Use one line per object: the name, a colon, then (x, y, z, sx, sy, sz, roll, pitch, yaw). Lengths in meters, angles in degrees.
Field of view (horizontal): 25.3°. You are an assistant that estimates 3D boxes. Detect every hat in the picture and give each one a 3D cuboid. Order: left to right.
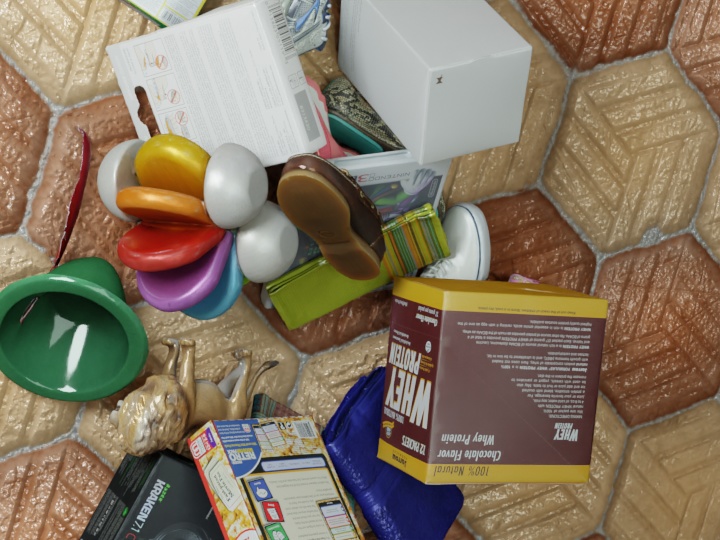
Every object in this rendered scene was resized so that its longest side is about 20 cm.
hat: (-0.282, 0.008, 1.652, 0.165, 0.176, 0.200, 29, 127, -19)

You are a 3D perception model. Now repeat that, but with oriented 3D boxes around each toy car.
toy car: (-0.171, -0.032, 1.581, 0.200, 0.174, 0.150, 63, 40, -45)

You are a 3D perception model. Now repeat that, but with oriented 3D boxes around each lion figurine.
lion figurine: (-0.166, 0.137, 1.669, 0.200, 0.072, 0.123, 12, 82, -42)

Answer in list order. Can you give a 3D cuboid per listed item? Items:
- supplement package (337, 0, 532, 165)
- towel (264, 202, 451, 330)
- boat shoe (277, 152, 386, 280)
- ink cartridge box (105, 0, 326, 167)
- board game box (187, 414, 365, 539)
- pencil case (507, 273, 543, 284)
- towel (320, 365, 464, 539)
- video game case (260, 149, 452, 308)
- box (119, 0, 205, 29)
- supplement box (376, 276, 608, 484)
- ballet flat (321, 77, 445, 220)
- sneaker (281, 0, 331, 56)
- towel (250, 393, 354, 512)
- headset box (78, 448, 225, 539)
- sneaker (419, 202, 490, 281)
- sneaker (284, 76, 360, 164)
supplement package: (0.072, -0.221, 1.662, 0.121, 0.200, 0.120, -14, 133, -22)
towel: (0.000, 0.000, 1.724, 0.199, 0.018, 0.086, -26, 139, 1)
boat shoe: (-0.027, -0.066, 1.603, 0.200, 0.070, 0.071, 58, 38, -56)
ink cartridge box: (-0.145, -0.177, 1.612, 0.050, 0.199, 0.162, -35, 111, -51)
board game box: (-0.076, 0.247, 1.635, 0.151, 0.046, 0.201, 3, 55, -48)
pencil case: (0.167, 0.102, 1.841, 0.083, 0.087, 0.201, 28, 88, -7)
towel: (0.032, 0.227, 1.792, 0.200, 0.049, 0.148, 59, 42, -18)
video game case: (-0.006, -0.045, 1.708, 0.181, 0.023, 0.200, -9, 139, -23)
box: (-0.181, -0.353, 1.625, 0.117, 0.048, 0.200, 32, 87, -25)
supplement box: (0.139, 0.117, 1.713, 0.196, 0.133, 0.201, 3, 95, -23)
ballet flat: (0.034, -0.139, 1.755, 0.200, 0.068, 0.075, 41, 61, -23)
sneaker: (-0.066, -0.276, 1.685, 0.085, 0.077, 0.200, 33, 92, -35)
towel: (-0.063, 0.238, 1.718, 0.146, 0.200, 0.022, 31, 130, -27)
headset box: (-0.185, 0.300, 1.706, 0.200, 0.093, 0.175, 32, 85, -26)
sneaker: (0.090, 0.022, 1.783, 0.071, 0.073, 0.201, 0, 105, -50)
sneaker: (-0.046, -0.106, 1.686, 0.074, 0.087, 0.200, -20, 124, 23)
